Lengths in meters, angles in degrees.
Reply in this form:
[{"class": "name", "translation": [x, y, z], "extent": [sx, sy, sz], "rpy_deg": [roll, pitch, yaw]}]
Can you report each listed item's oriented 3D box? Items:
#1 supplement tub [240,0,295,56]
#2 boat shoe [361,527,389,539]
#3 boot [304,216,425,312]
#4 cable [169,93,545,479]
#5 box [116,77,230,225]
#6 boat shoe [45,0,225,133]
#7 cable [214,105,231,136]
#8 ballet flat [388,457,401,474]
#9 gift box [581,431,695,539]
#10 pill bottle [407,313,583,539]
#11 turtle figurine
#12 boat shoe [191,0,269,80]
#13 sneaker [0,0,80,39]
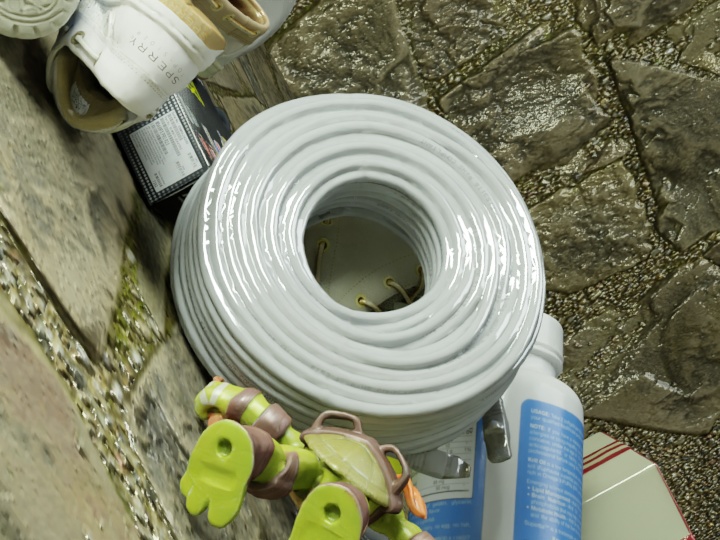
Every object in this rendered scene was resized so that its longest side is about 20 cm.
[{"class": "supplement tub", "translation": [-0.142, -0.275, 1.204], "extent": [0.200, 0.144, 0.145], "rpy_deg": [64, 5, 35]}, {"class": "boat shoe", "translation": [0.021, 0.173, 0.837], "extent": [0.200, 0.070, 0.066], "rpy_deg": [41, 21, -58]}, {"class": "boot", "translation": [0.014, 0.019, 0.890], "extent": [0.072, 0.154, 0.200], "rpy_deg": [105, -17, -56]}, {"class": "cable", "translation": [0.000, 0.000, 0.812], "extent": [0.069, 0.199, 0.200], "rpy_deg": [122, -25, -59]}, {"class": "box", "translation": [-0.129, -0.112, 0.974], "extent": [0.200, 0.044, 0.160], "rpy_deg": [63, 5, 18]}, {"class": "boat shoe", "translation": [-0.131, -0.104, 0.776], "extent": [0.071, 0.069, 0.200], "rpy_deg": [41, -10, -16]}, {"class": "cable", "translation": [-0.077, -0.046, 1.153], "extent": [0.163, 0.051, 0.200], "rpy_deg": [60, 5, -18]}, {"class": "ballet flat", "translation": [-0.026, 0.069, 0.953], "extent": [0.200, 0.067, 0.067], "rpy_deg": [62, 19, -18]}, {"class": "gift box", "translation": [0.146, 0.231, 1.099], "extent": [0.185, 0.186, 0.200], "rpy_deg": [62, -2, 1]}, {"class": "pill bottle", "translation": [0.088, 0.129, 0.986], "extent": [0.112, 0.112, 0.200], "rpy_deg": [55, 37, -59]}, {"class": "turtle figurine", "translation": [-0.005, 0.104, 0.678], "extent": [0.200, 0.064, 0.161], "rpy_deg": [44, 6, 15]}, {"class": "boat shoe", "translation": [-0.111, -0.195, 0.944], "extent": [0.074, 0.069, 0.200], "rpy_deg": [63, 4, 25]}, {"class": "sneaker", "translation": [-0.183, -0.215, 0.720], "extent": [0.111, 0.077, 0.200], "rpy_deg": [-94, 160, -66]}]
